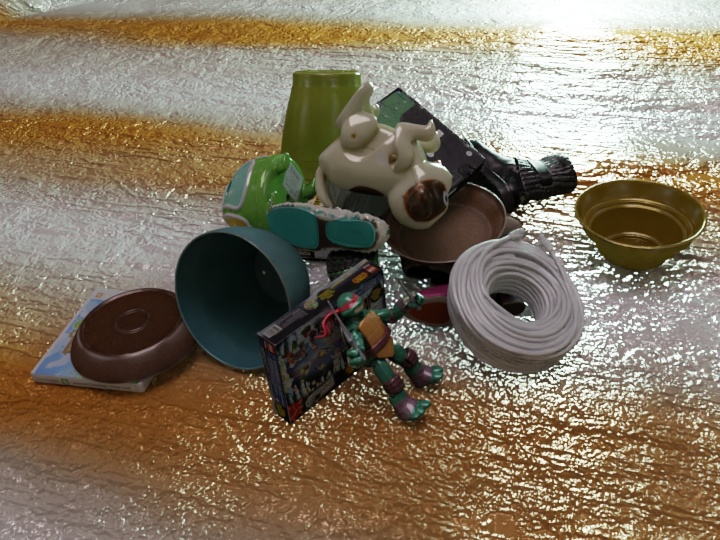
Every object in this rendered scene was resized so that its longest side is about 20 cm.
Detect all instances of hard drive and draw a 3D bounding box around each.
[{"bbox_3d":[0.087,-0.198,1.223,0.200,0.038,0.139,42,60,13],"label":"hard drive"}]

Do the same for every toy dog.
[{"bbox_3d":[0.045,-0.146,1.100,0.199,0.140,0.195,38,80,10],"label":"toy dog"}]

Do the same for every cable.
[{"bbox_3d":[0.212,0.046,1.040,0.197,0.070,0.202,-13,58,-25],"label":"cable"}]

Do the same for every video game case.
[{"bbox_3d":[-0.370,0.100,1.141,0.179,0.022,0.201,3,37,13],"label":"video game case"}]

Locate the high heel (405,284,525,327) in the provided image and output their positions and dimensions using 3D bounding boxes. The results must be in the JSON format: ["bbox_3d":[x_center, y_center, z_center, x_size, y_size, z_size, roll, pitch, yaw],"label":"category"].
[{"bbox_3d":[0.144,0.029,1.123,0.196,0.068,0.097,1,44,-16],"label":"high heel"}]

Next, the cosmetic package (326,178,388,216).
[{"bbox_3d":[0.048,-0.154,1.274,0.197,0.107,0.091,-11,65,-17],"label":"cosmetic package"}]

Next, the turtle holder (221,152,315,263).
[{"bbox_3d":[-0.155,-0.093,1.223,0.130,0.189,0.140,-4,-3,27],"label":"turtle holder"}]

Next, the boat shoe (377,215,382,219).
[{"bbox_3d":[0.040,-0.130,1.358,0.072,0.065,0.202,29,60,-1],"label":"boat shoe"}]

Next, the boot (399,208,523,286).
[{"bbox_3d":[0.161,-0.032,1.214,0.196,0.071,0.148,2,43,13],"label":"boot"}]

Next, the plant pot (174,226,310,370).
[{"bbox_3d":[-0.150,0.022,1.087,0.197,0.204,0.135,12,24,24],"label":"plant pot"}]

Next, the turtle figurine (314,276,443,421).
[{"bbox_3d":[0.027,0.087,0.956,0.100,0.201,0.150,-8,33,53],"label":"turtle figurine"}]

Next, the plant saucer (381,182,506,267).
[{"bbox_3d":[0.131,-0.067,1.180,0.196,0.037,0.202,-7,43,6],"label":"plant saucer"}]

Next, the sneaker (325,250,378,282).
[{"bbox_3d":[0.000,0.000,1.138,0.077,0.087,0.200,-7,16,12],"label":"sneaker"}]

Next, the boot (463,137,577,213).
[{"bbox_3d":[0.286,-0.191,1.385,0.156,0.080,0.212,-22,49,-9],"label":"boot"}]

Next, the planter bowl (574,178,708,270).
[{"bbox_3d":[0.436,-0.059,1.185,0.196,0.085,0.202,-5,36,3],"label":"planter bowl"}]

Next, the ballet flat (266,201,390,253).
[{"bbox_3d":[-0.044,-0.062,1.107,0.197,0.073,0.072,12,39,27],"label":"ballet flat"}]

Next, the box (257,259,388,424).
[{"bbox_3d":[-0.043,0.093,1.005,0.040,0.139,0.199,26,47,37],"label":"box"}]

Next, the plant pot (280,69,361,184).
[{"bbox_3d":[-0.062,-0.276,1.411,0.196,0.197,0.201,0,17,0],"label":"plant pot"}]

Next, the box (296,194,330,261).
[{"bbox_3d":[-0.087,-0.094,1.342,0.157,0.050,0.201,3,38,16],"label":"box"}]

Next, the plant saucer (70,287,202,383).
[{"bbox_3d":[-0.334,0.085,1.110,0.196,0.035,0.202,-3,35,2],"label":"plant saucer"}]
